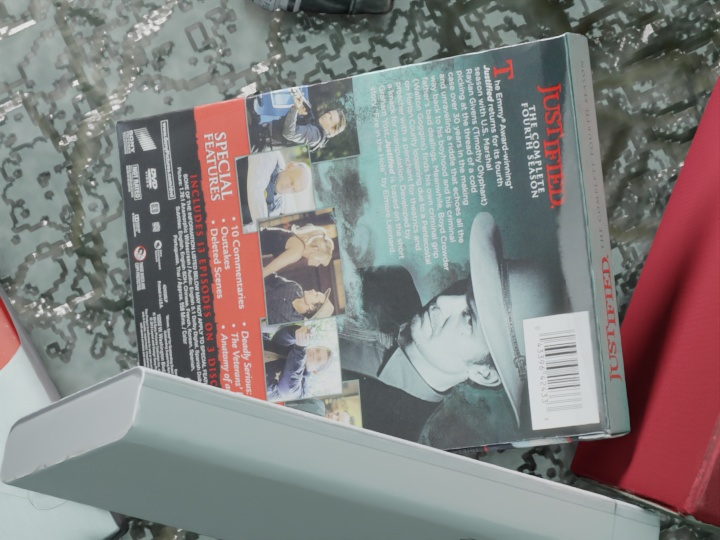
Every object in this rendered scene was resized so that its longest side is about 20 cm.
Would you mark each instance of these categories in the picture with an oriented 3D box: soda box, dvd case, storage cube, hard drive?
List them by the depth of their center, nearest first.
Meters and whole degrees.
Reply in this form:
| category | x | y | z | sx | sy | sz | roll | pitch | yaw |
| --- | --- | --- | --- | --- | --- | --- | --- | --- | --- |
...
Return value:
| category | x | y | z | sx | sy | sz | roll | pitch | yaw |
| --- | --- | --- | --- | --- | --- | --- | --- | --- | --- |
| hard drive | -0.013 | 0.080 | 0.951 | 0.199 | 0.132 | 0.027 | 17 | 72 | -23 |
| storage cube | 0.199 | 0.027 | 0.960 | 0.170 | 0.200 | 0.181 | 22 | 87 | -8 |
| dvd case | 0.000 | 0.000 | 0.999 | 0.199 | 0.022 | 0.147 | -10 | 84 | 31 |
| soda box | -0.162 | 0.027 | 1.020 | 0.063 | 0.068 | 0.201 | -28 | 85 | -3 |

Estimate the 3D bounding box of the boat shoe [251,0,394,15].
| category | x | y | z | sx | sy | sz | roll | pitch | yaw |
| --- | --- | --- | --- | --- | --- | --- | --- | --- | --- |
| boat shoe | 0.003 | -0.196 | 1.048 | 0.070 | 0.072 | 0.201 | 11 | 95 | -9 |
